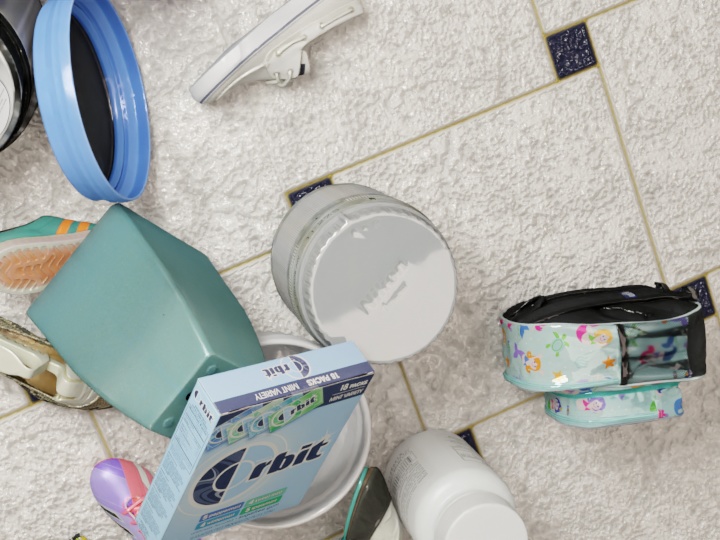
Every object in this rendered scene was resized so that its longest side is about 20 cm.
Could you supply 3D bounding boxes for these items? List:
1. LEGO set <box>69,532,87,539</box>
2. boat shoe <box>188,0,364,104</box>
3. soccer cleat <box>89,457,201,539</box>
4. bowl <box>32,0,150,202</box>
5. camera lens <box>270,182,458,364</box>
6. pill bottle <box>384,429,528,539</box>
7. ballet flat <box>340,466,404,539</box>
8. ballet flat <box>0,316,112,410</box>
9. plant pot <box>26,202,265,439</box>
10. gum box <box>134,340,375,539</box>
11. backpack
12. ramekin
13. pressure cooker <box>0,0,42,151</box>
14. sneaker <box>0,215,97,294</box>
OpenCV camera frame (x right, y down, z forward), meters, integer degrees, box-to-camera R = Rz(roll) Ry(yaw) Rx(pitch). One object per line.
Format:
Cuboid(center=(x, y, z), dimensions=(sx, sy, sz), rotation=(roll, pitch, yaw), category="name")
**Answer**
Cuboid(center=(-0.245, 0.333, 1.147), dimensions=(0.116, 0.200, 0.154), rotation=(-35, 93, -13), category="LEGO set")
Cuboid(center=(-0.080, -0.222, 1.150), dimensions=(0.200, 0.071, 0.070), rotation=(-41, 104, -11), category="boat shoe")
Cuboid(center=(-0.210, 0.280, 1.200), dimensions=(0.067, 0.076, 0.200), rotation=(-36, 106, -5), category="soccer cleat")
Cuboid(center=(-0.247, -0.161, 1.056), dimensions=(0.039, 0.201, 0.202), rotation=(-8, 102, 8), category="bowl")
Cuboid(center=(0.000, 0.000, 1.136), dimensions=(0.159, 0.200, 0.161), rotation=(-2, 101, -13), category="camera lens")
Cuboid(center=(0.102, 0.252, 1.205), dimensions=(0.114, 0.200, 0.115), rotation=(-2, 101, -13), category="pill bottle")
Cuboid(center=(0.008, 0.291, 1.228), dimensions=(0.068, 0.068, 0.201), rotation=(24, 128, 6), category="ballet flat")
Cuboid(center=(-0.323, 0.097, 1.141), dimensions=(0.199, 0.075, 0.068), rotation=(26, 92, -17), category="ballet flat")
Cuboid(center=(-0.186, 0.066, 1.068), dimensions=(0.141, 0.200, 0.141), rotation=(-50, 139, 5), category="plant pot")
Cuboid(center=(-0.097, 0.159, 1.027), dimensions=(0.169, 0.045, 0.200), rotation=(-11, 142, -40), category="gum box")
Cuboid(center=(0.251, 0.089, 1.227), dimensions=(0.199, 0.178, 0.152), rotation=(0, 95, -9), category="backpack")
Cuboid(center=(-0.095, 0.157, 1.191), dimensions=(0.199, 0.105, 0.201), rotation=(-3, 101, -13), category="ramekin")
Cuboid(center=(-0.372, -0.182, 0.998), dimensions=(0.178, 0.200, 0.177), rotation=(-13, 121, 0), category="pressure cooker")
Cuboid(center=(-0.281, -0.024, 1.136), dimensions=(0.199, 0.080, 0.072), rotation=(-2, 118, -34), category="sneaker")
